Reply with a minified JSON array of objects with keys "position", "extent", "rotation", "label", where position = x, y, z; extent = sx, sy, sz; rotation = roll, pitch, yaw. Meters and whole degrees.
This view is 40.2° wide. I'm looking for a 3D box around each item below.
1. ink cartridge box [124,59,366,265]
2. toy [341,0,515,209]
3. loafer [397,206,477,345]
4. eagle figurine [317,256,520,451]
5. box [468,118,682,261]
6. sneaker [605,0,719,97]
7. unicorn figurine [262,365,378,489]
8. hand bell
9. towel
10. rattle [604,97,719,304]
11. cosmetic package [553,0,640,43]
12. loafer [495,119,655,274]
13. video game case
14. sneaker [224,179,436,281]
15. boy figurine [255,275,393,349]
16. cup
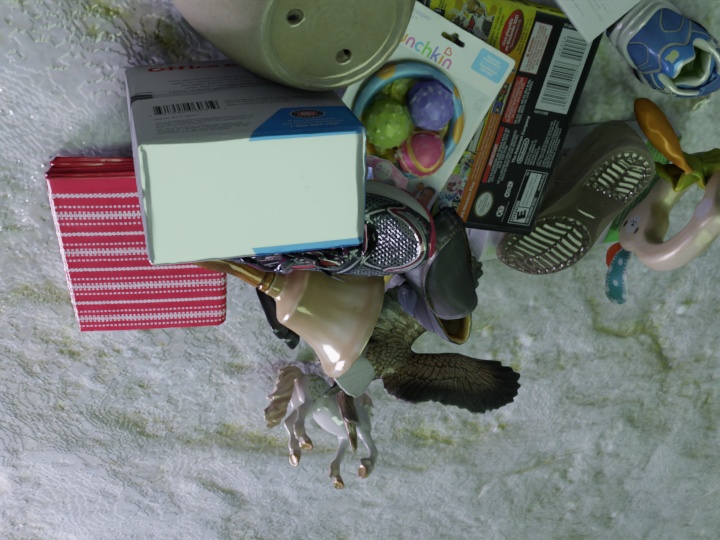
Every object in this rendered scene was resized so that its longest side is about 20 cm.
[{"position":[-0.088,-0.087,0.698],"extent":[0.143,0.200,0.086],"rotation":[-6,115,-12],"label":"ink cartridge box"},{"position":[0.033,-0.100,0.789],"extent":[0.114,0.047,0.202],"rotation":[24,110,-21],"label":"toy"},{"position":[0.077,0.007,0.865],"extent":[0.073,0.072,0.200],"rotation":[-41,163,-9],"label":"loafer"},{"position":[0.057,0.081,1.042],"extent":[0.197,0.152,0.153],"rotation":[-17,128,8],"label":"eagle figurine"},{"position":[0.217,-0.083,1.010],"extent":[0.196,0.037,0.146],"rotation":[-7,137,-19],"label":"box"},{"position":[0.288,-0.183,0.887],"extent":[0.198,0.078,0.076],"rotation":[5,134,-52],"label":"sneaker"},{"position":[-0.027,0.173,1.111],"extent":[0.073,0.139,0.201],"rotation":[-20,130,21],"label":"unicorn figurine"},{"position":[-0.088,0.006,0.844],"extent":[0.198,0.105,0.105],"rotation":[26,122,-19],"label":"hand bell"},{"position":[-0.189,-0.019,0.861],"extent":[0.142,0.023,0.202],"rotation":[-2,137,-8],"label":"towel"},{"position":[0.266,-0.060,0.981],"extent":[0.141,0.132,0.199],"rotation":[15,154,-25],"label":"rattle"},{"position":[0.208,-0.282,0.724],"extent":[0.199,0.114,0.081],"rotation":[-41,139,17],"label":"cosmetic package"},{"position":[0.204,-0.067,0.939],"extent":[0.075,0.069,0.200],"rotation":[29,136,-17],"label":"loafer"},{"position":[0.102,-0.134,0.847],"extent":[0.178,0.026,0.203],"rotation":[5,115,-26],"label":"video game case"},{"position":[-0.039,-0.025,0.765],"extent":[0.196,0.075,0.082],"rotation":[4,115,8],"label":"sneaker"},{"position":[0.000,0.000,0.959],"extent":[0.198,0.065,0.125],"rotation":[-28,153,2],"label":"boy figurine"},{"position":[-0.037,-0.205,0.657],"extent":[0.197,0.144,0.202],"rotation":[-14,139,-12],"label":"cup"}]
